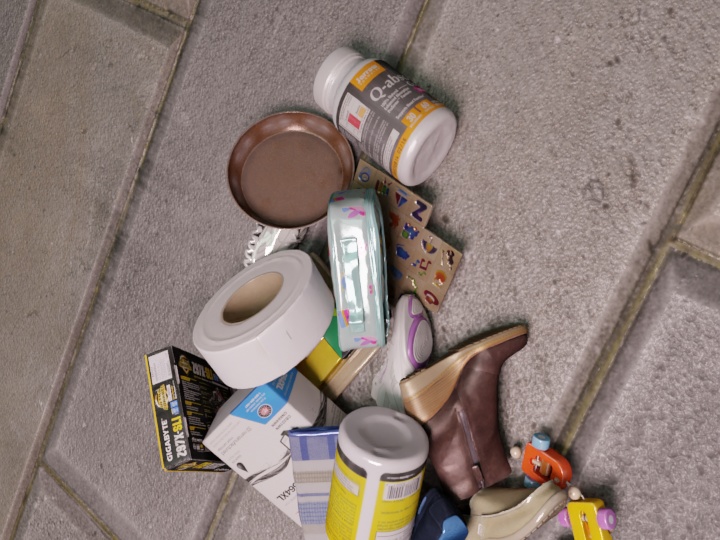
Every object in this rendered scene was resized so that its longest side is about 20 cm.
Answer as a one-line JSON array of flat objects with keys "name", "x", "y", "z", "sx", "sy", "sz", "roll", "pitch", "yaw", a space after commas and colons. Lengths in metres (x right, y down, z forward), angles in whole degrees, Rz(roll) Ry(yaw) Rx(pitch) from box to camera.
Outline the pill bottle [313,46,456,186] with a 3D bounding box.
[{"name": "pill bottle", "x": 0.030, "y": -0.221, "z": 0.852, "sx": 0.199, "sy": 0.116, "sz": 0.118, "roll": 42, "pitch": 105, "yaw": 21}]

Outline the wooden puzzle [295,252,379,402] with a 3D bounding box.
[{"name": "wooden puzzle", "x": -0.078, "y": 0.107, "z": 0.938, "sx": 0.185, "sy": 0.037, "sz": 0.201, "roll": 46, "pitch": 108, "yaw": 20}]

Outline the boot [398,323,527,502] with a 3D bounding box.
[{"name": "boot", "x": 0.159, "y": 0.181, "z": 0.788, "sx": 0.195, "sy": 0.072, "sz": 0.171, "roll": -27, "pitch": 88, "yaw": -5}]

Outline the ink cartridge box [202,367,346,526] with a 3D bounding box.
[{"name": "ink cartridge box", "x": -0.102, "y": 0.244, "z": 0.869, "sx": 0.199, "sy": 0.085, "sz": 0.146, "roll": 43, "pitch": 109, "yaw": -11}]

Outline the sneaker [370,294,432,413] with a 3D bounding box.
[{"name": "sneaker", "x": 0.051, "y": 0.138, "z": 0.848, "sx": 0.097, "sy": 0.074, "sz": 0.208, "roll": -1, "pitch": 87, "yaw": 39}]

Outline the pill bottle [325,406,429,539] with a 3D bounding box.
[{"name": "pill bottle", "x": 0.015, "y": 0.286, "z": 0.748, "sx": 0.111, "sy": 0.113, "sz": 0.207, "roll": 19, "pitch": 111, "yaw": 25}]

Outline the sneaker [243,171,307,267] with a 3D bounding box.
[{"name": "sneaker", "x": -0.130, "y": -0.050, "z": 0.954, "sx": 0.078, "sy": 0.075, "sz": 0.207, "roll": 15, "pitch": 95, "yaw": 17}]

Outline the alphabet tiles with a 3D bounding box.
[{"name": "alphabet tiles", "x": 0.049, "y": -0.035, "z": 0.863, "sx": 0.198, "sy": 0.007, "sz": 0.171, "roll": 36, "pitch": 124, "yaw": 23}]

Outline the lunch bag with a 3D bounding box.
[{"name": "lunch bag", "x": 0.000, "y": 0.000, "z": 0.804, "sx": 0.074, "sy": 0.161, "sz": 0.208, "roll": -6, "pitch": 103, "yaw": 1}]

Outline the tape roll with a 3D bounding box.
[{"name": "tape roll", "x": -0.135, "y": 0.064, "z": 0.848, "sx": 0.197, "sy": 0.205, "sz": 0.072, "roll": -17, "pitch": 122, "yaw": 25}]

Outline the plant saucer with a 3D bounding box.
[{"name": "plant saucer", "x": -0.104, "y": -0.148, "z": 0.920, "sx": 0.192, "sy": 0.035, "sz": 0.207, "roll": -1, "pitch": 67, "yaw": 1}]

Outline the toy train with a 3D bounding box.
[{"name": "toy train", "x": 0.252, "y": 0.316, "z": 0.761, "sx": 0.148, "sy": 0.054, "sz": 0.208, "roll": 19, "pitch": 108, "yaw": 52}]

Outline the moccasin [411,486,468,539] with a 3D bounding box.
[{"name": "moccasin", "x": 0.095, "y": 0.347, "z": 0.796, "sx": 0.069, "sy": 0.078, "sz": 0.204, "roll": 60, "pitch": 148, "yaw": 36}]

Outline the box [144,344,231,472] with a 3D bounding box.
[{"name": "box", "x": -0.244, "y": 0.216, "z": 0.914, "sx": 0.048, "sy": 0.200, "sz": 0.164, "roll": -20, "pitch": 69, "yaw": 4}]

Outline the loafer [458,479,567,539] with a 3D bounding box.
[{"name": "loafer", "x": 0.174, "y": 0.303, "z": 0.757, "sx": 0.201, "sy": 0.074, "sz": 0.070, "roll": -52, "pitch": 59, "yaw": 42}]

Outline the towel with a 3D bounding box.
[{"name": "towel", "x": -0.018, "y": 0.301, "z": 0.827, "sx": 0.141, "sy": 0.024, "sz": 0.207, "roll": -5, "pitch": 108, "yaw": 5}]
